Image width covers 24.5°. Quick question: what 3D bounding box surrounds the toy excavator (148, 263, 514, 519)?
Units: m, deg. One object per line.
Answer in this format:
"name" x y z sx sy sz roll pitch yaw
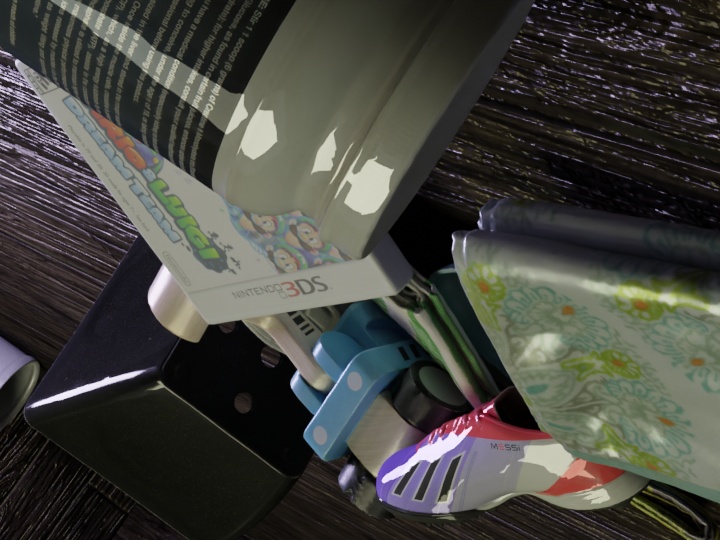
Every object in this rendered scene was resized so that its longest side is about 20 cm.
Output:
"toy excavator" -0.020 0.059 1.089 0.200 0.100 0.194 46 -149 25

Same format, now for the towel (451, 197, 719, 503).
"towel" 0.150 0.046 0.764 0.199 0.048 0.172 12 147 35

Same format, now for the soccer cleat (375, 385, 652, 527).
"soccer cleat" 0.078 0.100 0.957 0.199 0.068 0.073 -12 116 45

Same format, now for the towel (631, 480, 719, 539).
"towel" 0.163 0.129 1.066 0.143 0.023 0.200 31 179 11

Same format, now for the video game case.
"video game case" -0.085 -0.059 0.920 0.181 0.024 0.200 -10 121 50

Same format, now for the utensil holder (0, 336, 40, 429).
"utensil holder" -0.712 0.177 3.020 0.199 0.170 0.170 35 166 11

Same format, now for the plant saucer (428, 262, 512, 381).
"plant saucer" 0.130 0.046 0.924 0.199 0.036 0.200 32 167 9

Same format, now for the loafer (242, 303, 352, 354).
"loafer" -0.030 0.031 1.165 0.200 0.070 0.070 40 -175 -25

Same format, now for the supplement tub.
"supplement tub" -0.049 -0.109 0.606 0.199 0.141 0.140 34 166 4

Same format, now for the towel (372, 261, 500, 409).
"towel" 0.000 0.000 1.011 0.200 0.023 0.153 40 172 36

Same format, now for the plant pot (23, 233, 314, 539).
"plant pot" -0.105 0.079 1.290 0.199 0.201 0.177 39 152 -17
